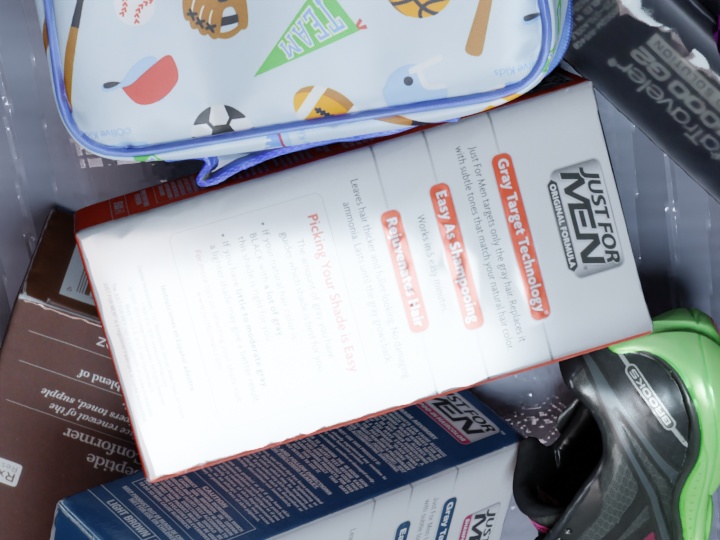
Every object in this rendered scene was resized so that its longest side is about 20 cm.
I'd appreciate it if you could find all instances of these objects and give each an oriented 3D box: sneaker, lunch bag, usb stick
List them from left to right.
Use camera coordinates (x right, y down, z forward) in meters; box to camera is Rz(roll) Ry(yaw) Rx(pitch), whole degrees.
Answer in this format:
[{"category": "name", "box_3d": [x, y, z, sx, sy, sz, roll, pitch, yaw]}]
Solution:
[{"category": "lunch bag", "box_3d": [-0.027, -0.117, 0.928, 0.199, 0.076, 0.161, -7, 103, 13]}, {"category": "sneaker", "box_3d": [0.101, 0.097, 1.050, 0.083, 0.077, 0.201, 0, 124, -4]}, {"category": "usb stick", "box_3d": [0.133, -0.064, 0.984, 0.200, 0.033, 0.055, 40, 121, -16]}]

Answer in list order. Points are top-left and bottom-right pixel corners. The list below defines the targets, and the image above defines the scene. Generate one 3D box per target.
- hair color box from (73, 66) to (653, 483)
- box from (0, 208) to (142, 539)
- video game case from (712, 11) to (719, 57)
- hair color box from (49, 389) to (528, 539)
[{"category": "hair color box", "box_3d": [0.000, 0.000, 0.975, 0.199, 0.061, 0.102, -16, 100, -4]}, {"category": "box", "box_3d": [-0.117, 0.085, 1.080, 0.100, 0.075, 0.201, 18, 123, -5]}, {"category": "video game case", "box_3d": [0.244, -0.139, 0.911, 0.199, 0.036, 0.182, 10, 121, -6]}, {"category": "hair color box", "box_3d": [-0.031, 0.117, 1.024, 0.060, 0.199, 0.100, 39, 129, 35]}]
